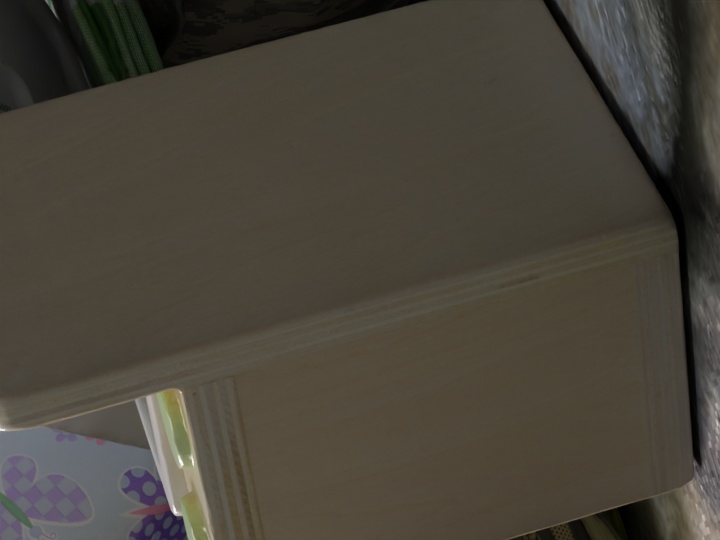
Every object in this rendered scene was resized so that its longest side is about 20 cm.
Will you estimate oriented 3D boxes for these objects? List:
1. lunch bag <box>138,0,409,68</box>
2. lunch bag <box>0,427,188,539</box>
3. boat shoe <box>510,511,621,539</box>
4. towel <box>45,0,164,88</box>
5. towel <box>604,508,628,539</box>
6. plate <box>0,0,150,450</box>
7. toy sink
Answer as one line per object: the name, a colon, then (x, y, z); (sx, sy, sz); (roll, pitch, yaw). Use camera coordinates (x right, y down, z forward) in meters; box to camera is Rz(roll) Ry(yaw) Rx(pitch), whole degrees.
lunch bag: (-0.048, -0.161, 1.062); (0.200, 0.117, 0.165); (133, 119, -76)
lunch bag: (-0.136, 0.059, 1.105); (0.199, 0.170, 0.127); (31, 152, 25)
boat shoe: (0.037, 0.087, 0.975); (0.074, 0.073, 0.201); (-36, 64, 52)
towel: (-0.106, -0.123, 1.063); (0.149, 0.031, 0.201); (87, 159, -75)
towel: (0.082, 0.138, 1.073); (0.200, 0.018, 0.086); (90, 164, -64)
plate: (-0.126, -0.042, 0.967); (0.199, 0.032, 0.201); (21, -137, -63)
toy sink: (-0.018, 0.015, 0.877); (0.131, 0.199, 0.113); (-116, 13, -50)
